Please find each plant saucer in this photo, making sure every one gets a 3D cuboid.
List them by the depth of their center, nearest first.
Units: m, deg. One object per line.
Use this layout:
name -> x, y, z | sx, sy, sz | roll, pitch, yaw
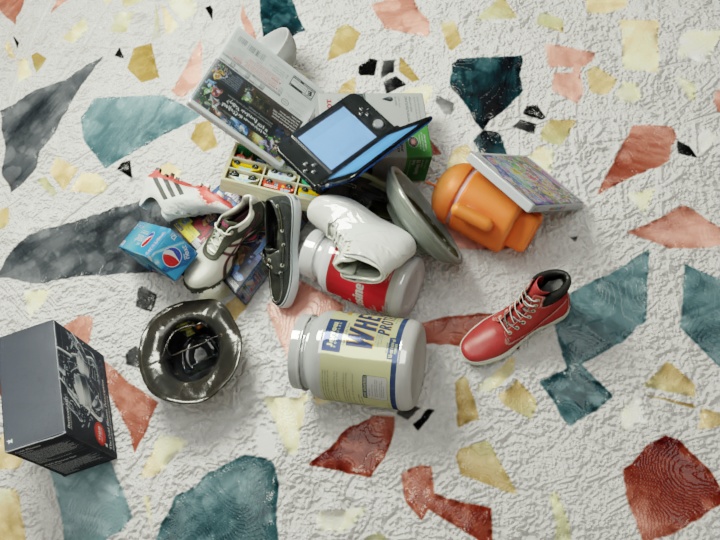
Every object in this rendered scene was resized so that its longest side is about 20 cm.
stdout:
plant saucer -> 0.094, -0.082, 1.354 | 0.050, 0.200, 0.201 | -36, 62, 13

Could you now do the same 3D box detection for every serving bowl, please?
serving bowl -> -0.196, -0.384, 1.589 | 0.200, 0.066, 0.201 | -32, 31, 22

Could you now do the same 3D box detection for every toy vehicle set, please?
toy vehicle set -> -0.144, -0.167, 1.465 | 0.199, 0.027, 0.125 | 13, 40, -5

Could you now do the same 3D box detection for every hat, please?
hat -> -0.283, 0.150, 1.386 | 0.199, 0.081, 0.201 | -5, 56, 8

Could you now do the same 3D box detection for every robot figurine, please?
robot figurine -> 0.206, -0.108, 1.372 | 0.199, 0.117, 0.144 | 29, 63, 11

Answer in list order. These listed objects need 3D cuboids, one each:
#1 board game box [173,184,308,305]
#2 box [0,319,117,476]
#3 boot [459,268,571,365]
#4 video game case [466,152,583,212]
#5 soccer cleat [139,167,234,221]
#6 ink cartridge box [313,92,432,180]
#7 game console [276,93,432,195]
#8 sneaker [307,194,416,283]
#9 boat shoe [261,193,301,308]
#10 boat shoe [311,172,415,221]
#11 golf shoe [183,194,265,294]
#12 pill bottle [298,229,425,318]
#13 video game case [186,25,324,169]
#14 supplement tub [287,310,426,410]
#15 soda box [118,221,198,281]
board game box -> -0.203, -0.076, 1.482 | 0.200, 0.062, 0.200 | -41, 64, -9
box -> -0.501, 0.215, 1.343 | 0.104, 0.182, 0.201 | -19, 64, 3
boot -> 0.241, 0.070, 1.274 | 0.199, 0.144, 0.073 | -30, 65, -1
video game case -> 0.279, -0.148, 1.354 | 0.143, 0.200, 0.018 | 46, 120, 25
soccer cleat -> -0.314, -0.121, 1.460 | 0.199, 0.069, 0.086 | 21, 82, 23
ink cartridge box -> 0.019, -0.242, 1.469 | 0.199, 0.083, 0.147 | -3, 65, -8
game console -> -0.013, -0.226, 1.340 | 0.171, 0.118, 0.200 | 44, 63, 13
sneaker -> -0.024, -0.050, 1.289 | 0.199, 0.074, 0.116 | 25, 42, 22
boat shoe -> -0.144, -0.033, 1.401 | 0.069, 0.056, 0.201 | 18, 107, 52
boat shoe -> 0.007, -0.128, 1.418 | 0.200, 0.072, 0.066 | 12, 61, -19
golf shoe -> -0.241, -0.051, 1.396 | 0.077, 0.088, 0.200 | 36, 78, 22
pill bottle -> 0.000, 0.000, 1.375 | 0.199, 0.112, 0.113 | 20, 71, 20
video game case -> -0.185, -0.310, 1.454 | 0.200, 0.023, 0.182 | 34, 67, -19
supplement tub -> -0.003, 0.141, 1.292 | 0.199, 0.145, 0.146 | 6, 67, 14
soda box -> -0.361, -0.037, 1.433 | 0.064, 0.068, 0.200 | -53, 28, -13
